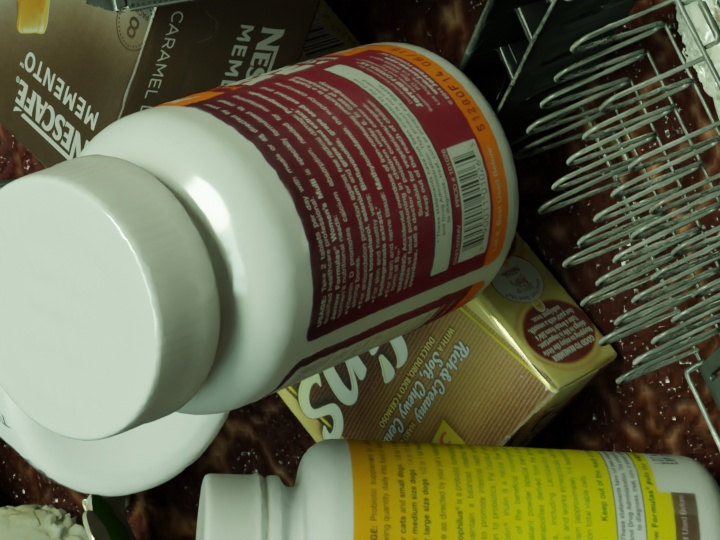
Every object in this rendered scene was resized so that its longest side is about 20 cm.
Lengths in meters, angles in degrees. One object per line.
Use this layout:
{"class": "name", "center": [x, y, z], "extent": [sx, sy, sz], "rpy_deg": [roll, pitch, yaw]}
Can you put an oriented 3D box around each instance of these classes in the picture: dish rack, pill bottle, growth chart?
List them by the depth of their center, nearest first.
{"class": "pill bottle", "center": [-0.039, -0.012, 0.882], "extent": [0.109, 0.199, 0.110], "rpy_deg": [13, 112, 36]}
{"class": "dish rack", "center": [0.108, -0.017, 0.886], "extent": [0.154, 0.054, 0.201], "rpy_deg": [111, 136, -72]}
{"class": "pill bottle", "center": [0.036, 0.122, 0.944], "extent": [0.198, 0.109, 0.110], "rpy_deg": [4, 112, -6]}
{"class": "pill bottle", "center": [-0.137, 0.021, 1.068], "extent": [0.200, 0.106, 0.107], "rpy_deg": [25, 123, 60]}
{"class": "growth chart", "center": [-0.084, 0.174, 1.108], "extent": [0.018, 0.145, 0.201], "rpy_deg": [-26, 86, -3]}

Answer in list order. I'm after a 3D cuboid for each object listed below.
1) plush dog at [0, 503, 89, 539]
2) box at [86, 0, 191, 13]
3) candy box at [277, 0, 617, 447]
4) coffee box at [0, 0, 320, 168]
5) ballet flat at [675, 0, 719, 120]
{"class": "plush dog", "center": [-0.239, 0.134, 1.204], "extent": [0.201, 0.160, 0.172], "rpy_deg": [57, 152, 7]}
{"class": "box", "center": [-0.011, -0.188, 0.885], "extent": [0.044, 0.199, 0.162], "rpy_deg": [-157, 59, -67]}
{"class": "candy box", "center": [0.000, 0.000, 1.023], "extent": [0.200, 0.055, 0.116], "rpy_deg": [51, 128, 13]}
{"class": "coffee box", "center": [-0.112, -0.118, 1.008], "extent": [0.200, 0.079, 0.115], "rpy_deg": [41, 119, 41]}
{"class": "ballet flat", "center": [0.173, -0.029, 0.891], "extent": [0.072, 0.072, 0.201], "rpy_deg": [-28, 86, 39]}
